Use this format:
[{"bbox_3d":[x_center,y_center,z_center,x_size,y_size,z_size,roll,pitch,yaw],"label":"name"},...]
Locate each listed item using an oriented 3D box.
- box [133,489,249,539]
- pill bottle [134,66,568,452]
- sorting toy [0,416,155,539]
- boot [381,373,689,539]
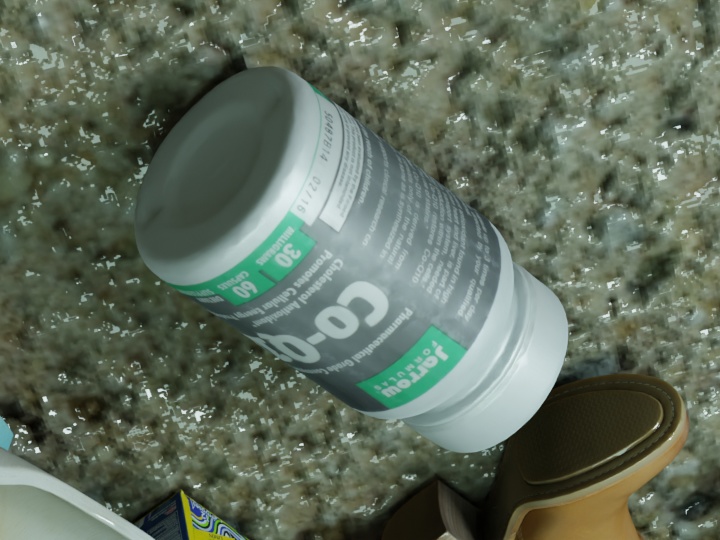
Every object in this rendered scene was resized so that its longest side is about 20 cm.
[{"bbox_3d":[-0.145,0.207,1.476,0.200,0.064,0.070,-35,128,19],"label":"box"},{"bbox_3d":[0.000,0.000,1.292,0.113,0.113,0.200,-40,127,22],"label":"pill bottle"},{"bbox_3d":[-0.200,0.145,1.368,0.180,0.107,0.200,26,121,-23],"label":"sorting toy"},{"bbox_3d":[0.130,0.145,1.468,0.200,0.077,0.155,-37,125,24],"label":"boot"}]
